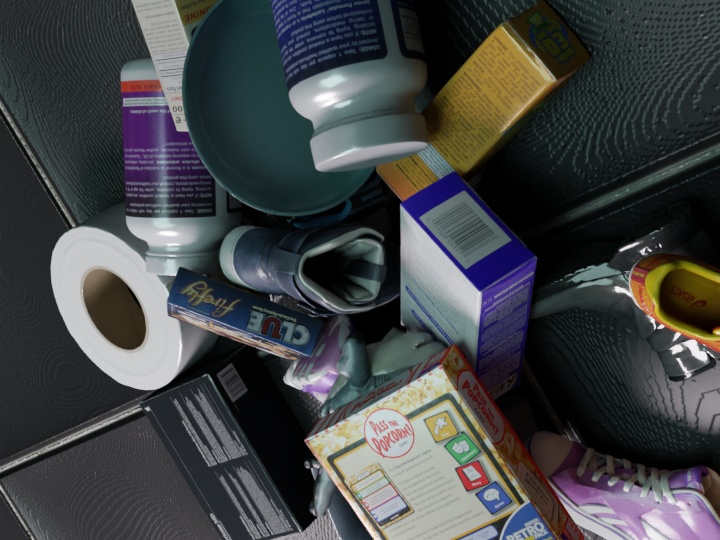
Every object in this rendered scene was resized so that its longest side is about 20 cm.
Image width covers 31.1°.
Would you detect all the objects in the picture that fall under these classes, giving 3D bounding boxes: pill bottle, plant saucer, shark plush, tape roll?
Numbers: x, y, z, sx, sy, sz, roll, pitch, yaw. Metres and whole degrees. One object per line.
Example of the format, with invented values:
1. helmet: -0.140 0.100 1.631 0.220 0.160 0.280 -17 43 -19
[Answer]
1. pill bottle: -0.009 -0.187 1.038 0.115 0.115 0.202 -16 82 44
2. plant saucer: -0.066 -0.147 1.105 0.036 0.199 0.202 1 118 60
3. pill bottle: -0.169 -0.100 1.229 0.112 0.112 0.203 4 98 38
4. shark plush: 0.002 0.134 1.131 0.083 0.091 0.201 38 98 23
5. tape roll: -0.250 0.029 1.441 0.201 0.071 0.204 20 126 30

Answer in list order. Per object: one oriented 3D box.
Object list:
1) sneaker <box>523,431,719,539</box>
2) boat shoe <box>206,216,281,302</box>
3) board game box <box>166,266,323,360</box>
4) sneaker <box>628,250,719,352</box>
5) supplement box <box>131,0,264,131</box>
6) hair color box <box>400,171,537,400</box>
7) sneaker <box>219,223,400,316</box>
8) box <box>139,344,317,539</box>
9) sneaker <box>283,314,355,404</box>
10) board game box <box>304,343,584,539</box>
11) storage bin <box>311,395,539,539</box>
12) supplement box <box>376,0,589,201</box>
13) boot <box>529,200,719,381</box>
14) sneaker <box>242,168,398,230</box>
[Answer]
1. sneaker: 0.244 0.185 1.132 0.200 0.073 0.115 34 129 5
2. boat shoe: -0.150 -0.042 1.319 0.070 0.064 0.201 -24 98 45
3. board game box: -0.113 0.044 1.206 0.134 0.035 0.200 21 173 -5
4. sneaker: 0.293 0.044 0.956 0.198 0.077 0.074 17 98 -5
5. supplement box: -0.127 -0.237 1.132 0.073 0.126 0.202 5 120 51
6. hair color box: 0.088 0.024 1.101 0.109 0.064 0.201 50 158 29
7. sneaker: -0.001 0.002 1.120 0.145 0.201 0.078 4 90 51
8. box: -0.136 0.199 1.442 0.141 0.079 0.201 -24 99 42
9. sneaker: -0.017 0.098 1.250 0.088 0.081 0.200 38 170 -1
10. board game box: 0.070 0.183 1.085 0.151 0.046 0.201 -30 98 27
11. storage bin: 0.080 0.194 1.221 0.199 0.134 0.147 -7 110 43
12. supplement box: 0.096 -0.128 1.063 0.069 0.066 0.200 47 136 6
13. boot: 0.224 0.038 1.060 0.199 0.070 0.132 -26 103 49
14. sneaker: -0.057 -0.074 1.210 0.199 0.082 0.074 -7 111 42
